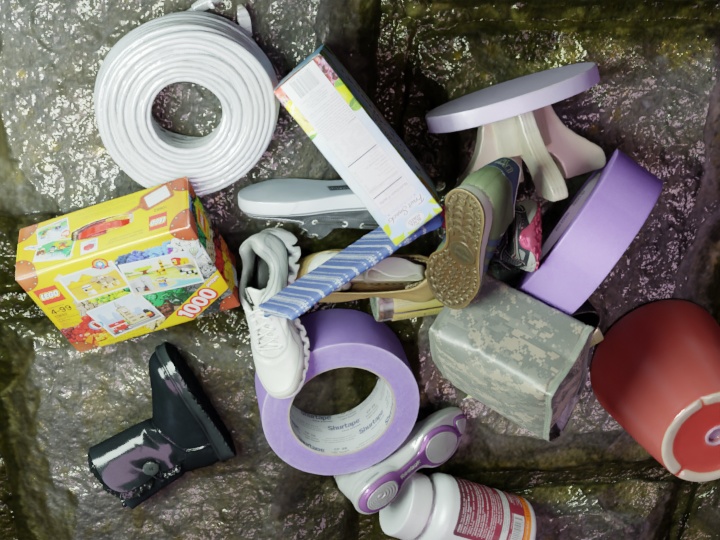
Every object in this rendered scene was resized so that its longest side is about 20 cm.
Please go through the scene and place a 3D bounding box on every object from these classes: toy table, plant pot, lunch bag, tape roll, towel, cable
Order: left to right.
[{"bbox_3d":[-0.184,-0.175,1.193,0.199,0.069,0.200,-23,121,1],"label":"cable"},{"bbox_3d":[-0.031,0.154,1.403,0.199,0.085,0.201,-5,120,-9],"label":"tape roll"},{"bbox_3d":[-0.011,-0.003,1.204,0.200,0.145,0.024,-34,100,-15],"label":"towel"},{"bbox_3d":[0.179,0.110,1.312,0.118,0.164,0.200,-54,159,-21],"label":"lunch bag"},{"bbox_3d":[0.181,-0.147,1.239,0.199,0.184,0.118,-15,105,3],"label":"toy table"},{"bbox_3d":[0.264,-0.041,1.289,0.066,0.200,0.200,34,109,2],"label":"tape roll"},{"bbox_3d":[0.426,0.167,1.457,0.199,0.177,0.201,-6,120,-10],"label":"plant pot"}]

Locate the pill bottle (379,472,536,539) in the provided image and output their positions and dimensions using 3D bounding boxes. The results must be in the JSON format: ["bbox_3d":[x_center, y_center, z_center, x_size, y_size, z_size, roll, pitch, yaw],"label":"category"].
[{"bbox_3d":[0.134,0.342,1.528,0.199,0.110,0.110,21,112,-22],"label":"pill bottle"}]

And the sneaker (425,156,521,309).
[{"bbox_3d":[0.128,-0.041,1.179,0.090,0.067,0.200,-43,159,-28],"label":"sneaker"}]

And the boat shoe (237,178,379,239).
[{"bbox_3d":[-0.043,-0.068,1.291,0.199,0.070,0.067,-6,118,-18],"label":"boat shoe"}]

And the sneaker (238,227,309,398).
[{"bbox_3d":[-0.108,0.052,1.287,0.075,0.081,0.201,-6,92,19],"label":"sneaker"}]

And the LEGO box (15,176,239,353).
[{"bbox_3d":[-0.253,-0.003,1.230,0.199,0.077,0.149,-17,140,8],"label":"LEGO box"}]

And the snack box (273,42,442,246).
[{"bbox_3d":[-0.001,-0.137,1.169,0.068,0.169,0.200,-39,101,10],"label":"snack box"}]

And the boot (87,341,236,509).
[{"bbox_3d":[-0.266,0.200,1.378,0.168,0.076,0.201,-26,127,-2],"label":"boot"}]

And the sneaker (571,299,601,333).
[{"bbox_3d":[0.201,0.080,1.399,0.200,0.106,0.075,-38,120,9],"label":"sneaker"}]

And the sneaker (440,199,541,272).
[{"bbox_3d":[0.152,-0.044,1.266,0.074,0.200,0.081,0,98,-14],"label":"sneaker"}]

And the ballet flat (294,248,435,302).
[{"bbox_3d":[0.000,0.000,1.307,0.199,0.069,0.063,-1,160,9],"label":"ballet flat"}]

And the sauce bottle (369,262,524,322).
[{"bbox_3d":[0.111,0.021,1.372,0.199,0.065,0.065,-7,120,-10],"label":"sauce bottle"}]

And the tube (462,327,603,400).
[{"bbox_3d":[0.220,0.118,1.454,0.200,0.052,0.058,-32,129,4],"label":"tube"}]

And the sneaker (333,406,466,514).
[{"bbox_3d":[0.051,0.233,1.472,0.200,0.100,0.075,-32,128,-22],"label":"sneaker"}]
